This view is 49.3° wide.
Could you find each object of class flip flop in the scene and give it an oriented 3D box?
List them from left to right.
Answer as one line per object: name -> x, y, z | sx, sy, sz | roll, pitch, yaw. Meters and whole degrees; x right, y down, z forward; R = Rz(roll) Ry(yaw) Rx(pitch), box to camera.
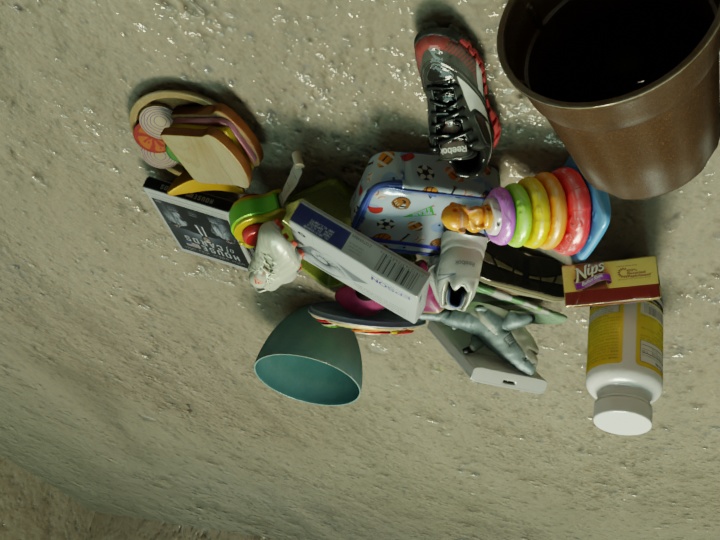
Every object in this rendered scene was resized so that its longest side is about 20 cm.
flip flop -> 0.219, 0.000, 1.155 | 0.197, 0.082, 0.058 | 18, 155, -17

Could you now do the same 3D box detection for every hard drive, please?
hard drive -> 0.200, 0.134, 1.269 | 0.130, 0.027, 0.200 | 13, -165, -19

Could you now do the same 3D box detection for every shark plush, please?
shark plush -> 0.180, 0.091, 1.190 | 0.197, 0.085, 0.091 | 18, 171, -9

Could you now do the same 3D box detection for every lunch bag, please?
lunch bag -> 0.088, -0.078, 1.044 | 0.197, 0.077, 0.161 | 8, 144, -14

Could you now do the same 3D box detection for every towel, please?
towel -> 0.202, 0.048, 1.228 | 0.197, 0.024, 0.152 | 20, 172, -10

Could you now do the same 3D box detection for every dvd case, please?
dvd case -> -0.244, -0.067, 1.238 | 0.148, 0.025, 0.201 | 17, 155, 14

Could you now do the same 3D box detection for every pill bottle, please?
pill bottle -> 0.393, 0.134, 1.167 | 0.109, 0.202, 0.112 | 10, 148, 6

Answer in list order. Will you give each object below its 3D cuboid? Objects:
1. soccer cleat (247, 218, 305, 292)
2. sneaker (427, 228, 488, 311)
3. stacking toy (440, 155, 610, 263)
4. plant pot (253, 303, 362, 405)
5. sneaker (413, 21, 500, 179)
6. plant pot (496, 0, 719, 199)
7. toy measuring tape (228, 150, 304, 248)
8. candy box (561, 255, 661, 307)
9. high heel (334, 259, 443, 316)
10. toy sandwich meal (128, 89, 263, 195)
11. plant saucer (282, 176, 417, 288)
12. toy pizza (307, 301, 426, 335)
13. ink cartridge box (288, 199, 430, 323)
soccer cleat -> -0.121, -0.010, 1.079 | 0.070, 0.077, 0.200 | 51, 169, 9
sneaker -> 0.122, 0.017, 1.047 | 0.073, 0.088, 0.200 | 8, 159, 6
stacking toy -> 0.190, -0.068, 0.954 | 0.197, 0.118, 0.110 | -6, 150, -15
plant pot -> -0.081, 0.142, 1.433 | 0.197, 0.136, 0.201 | 11, 148, 7
sneaker -> 0.108, -0.182, 0.887 | 0.070, 0.099, 0.201 | -1, 144, 26
plant pot -> 0.255, -0.183, 0.753 | 0.197, 0.203, 0.198 | -5, 152, 28
toy measuring tape -> -0.137, -0.092, 1.077 | 0.073, 0.074, 0.201 | 21, 141, -11
candy box -> 0.336, 0.018, 1.050 | 0.115, 0.057, 0.200 | -7, 177, 18
high heel -> 0.032, 0.019, 1.200 | 0.198, 0.068, 0.097 | 6, 137, 37
toy sandwich meal -> -0.229, -0.164, 1.075 | 0.202, 0.071, 0.206 | 10, 148, 6
plant saucer -> -0.042, -0.062, 1.181 | 0.198, 0.048, 0.199 | -18, 136, 41
toy pizza -> 0.010, 0.082, 1.296 | 0.197, 0.032, 0.200 | 6, -174, -1
ink cartridge box -> 0.000, 0.000, 1.071 | 0.198, 0.041, 0.200 | 30, 167, 11
